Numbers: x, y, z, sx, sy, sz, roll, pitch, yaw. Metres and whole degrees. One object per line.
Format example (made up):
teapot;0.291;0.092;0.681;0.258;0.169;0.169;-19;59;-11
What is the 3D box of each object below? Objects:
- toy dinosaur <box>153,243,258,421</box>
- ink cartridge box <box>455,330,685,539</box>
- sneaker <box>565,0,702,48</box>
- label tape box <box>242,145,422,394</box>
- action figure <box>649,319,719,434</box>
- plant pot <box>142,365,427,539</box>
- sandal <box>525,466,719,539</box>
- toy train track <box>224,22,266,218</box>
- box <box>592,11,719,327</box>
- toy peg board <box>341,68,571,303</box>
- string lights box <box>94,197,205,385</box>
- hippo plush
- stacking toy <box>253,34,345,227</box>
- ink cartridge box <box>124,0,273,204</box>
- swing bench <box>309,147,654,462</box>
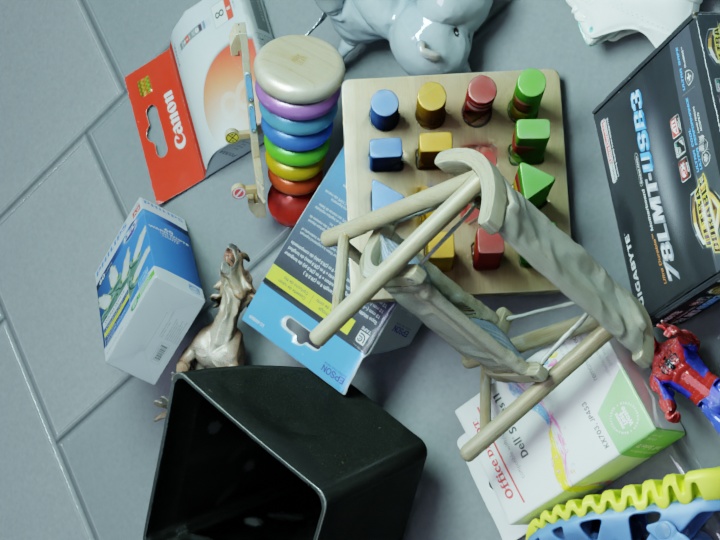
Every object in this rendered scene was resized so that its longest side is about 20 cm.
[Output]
toy dinosaur;-0.137;0.083;1.597;0.201;0.085;0.136;-58;10;44
ink cartridge box;0.163;0.141;1.390;0.199;0.067;0.118;-38;64;24
sneaker;0.203;-0.245;1.419;0.199;0.075;0.090;28;111;33
label tape box;0.000;0.000;1.508;0.143;0.066;0.201;33;94;33
action figure;0.284;0.107;1.282;0.200;0.099;0.066;41;104;27
plant pot;-0.057;0.199;1.450;0.199;0.176;0.202;34;124;32
sandal;0.226;0.221;1.333;0.198;0.079;0.088;-19;77;33
toy train track;-0.114;-0.139;1.535;0.115;0.032;0.202;-103;8;-54
box;0.262;-0.075;1.297;0.199;0.049;0.203;135;129;-67
toy peg board;0.085;-0.084;1.398;0.196;0.098;0.203;-3;79;-1
string lights box;-0.213;0.017;1.616;0.103;0.059;0.200;-57;23;15
hippo plush;0.030;-0.247;1.481;0.161;0.159;0.201;41;106;32
stacking toy;-0.063;-0.122;1.534;0.085;0.085;0.201;45;147;31
ink cartridge box;-0.171;-0.186;1.680;0.199;0.050;0.164;-27;69;26
swing bench;0.098;0.019;1.294;0.199;0.199;0.131;-33;32;29
